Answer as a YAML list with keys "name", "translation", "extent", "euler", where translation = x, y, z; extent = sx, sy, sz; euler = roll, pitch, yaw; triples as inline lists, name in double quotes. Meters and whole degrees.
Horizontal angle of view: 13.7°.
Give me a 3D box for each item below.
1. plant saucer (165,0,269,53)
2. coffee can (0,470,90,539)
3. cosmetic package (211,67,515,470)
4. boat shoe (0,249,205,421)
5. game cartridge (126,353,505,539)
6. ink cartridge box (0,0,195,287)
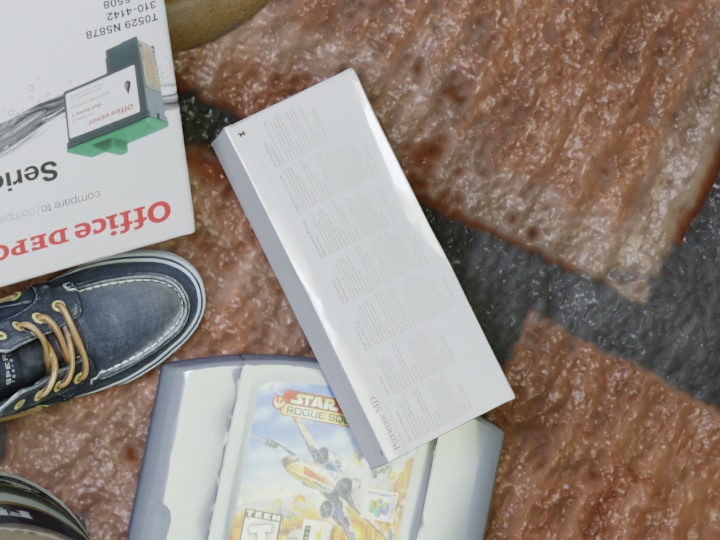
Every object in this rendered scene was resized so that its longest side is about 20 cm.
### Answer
- name: "plant saucer"
  translation: [-0.117, -0.216, 1.614]
  extent: [0.199, 0.035, 0.202]
  euler: [-1, 94, -11]
- name: "coffee can"
  translation: [-0.193, 0.189, 1.546]
  extent: [0.145, 0.200, 0.147]
  euler: [-1, 94, -12]
- name: "cosmetic package"
  translation: [0.000, 0.000, 1.627]
  extent: [0.082, 0.051, 0.201]
  euler: [-25, 87, -17]
- name: "boat shoe"
  translation: [-0.172, 0.045, 1.595]
  extent: [0.199, 0.091, 0.071]
  euler: [-20, 98, -10]
- name: "game cartridge"
  translation: [-0.023, 0.117, 1.661]
  extent: [0.199, 0.042, 0.134]
  euler: [11, 96, -12]
- name: "ink cartridge box"
  translation: [-0.174, -0.102, 1.549]
  extent: [0.145, 0.084, 0.201]
  euler: [-17, 116, -19]
